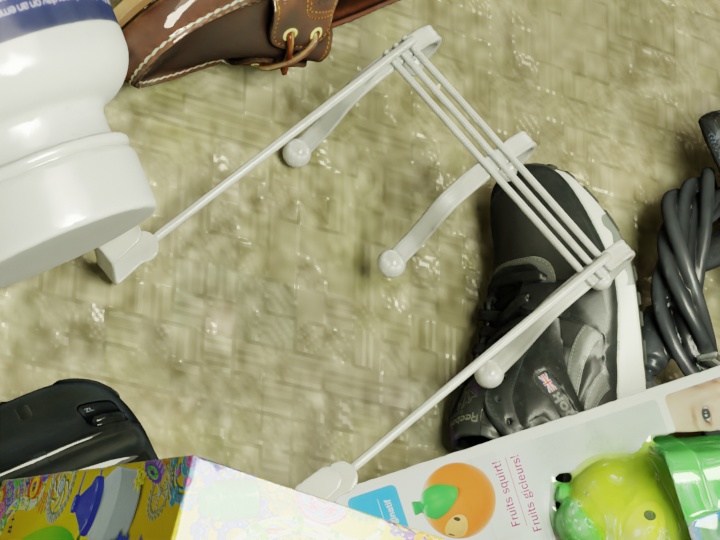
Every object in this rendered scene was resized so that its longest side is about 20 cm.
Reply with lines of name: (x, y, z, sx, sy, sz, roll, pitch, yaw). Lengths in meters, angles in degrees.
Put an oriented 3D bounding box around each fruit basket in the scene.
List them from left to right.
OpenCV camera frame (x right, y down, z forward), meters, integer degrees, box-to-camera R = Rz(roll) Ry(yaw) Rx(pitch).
fruit basket: (0.111, 0.150, 0.901, 0.200, 0.094, 0.185, -18, 91, -5)

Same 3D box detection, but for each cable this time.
cable: (0.217, 0.037, 1.098, 0.200, 0.051, 0.163, 24, 52, -31)

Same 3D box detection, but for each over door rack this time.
over door rack: (0.000, 0.000, 0.926, 0.200, 0.067, 0.148, -36, 78, -26)

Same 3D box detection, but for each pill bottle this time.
pill bottle: (-0.160, -0.097, 0.828, 0.120, 0.120, 0.200, -22, 85, -39)

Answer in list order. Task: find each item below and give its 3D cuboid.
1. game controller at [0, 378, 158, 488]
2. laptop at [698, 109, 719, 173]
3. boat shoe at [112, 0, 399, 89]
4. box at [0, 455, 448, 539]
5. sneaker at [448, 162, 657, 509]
game controller: (-0.156, 0.114, 0.776, 0.200, 0.042, 0.104, -23, 82, -26)
laptop: (0.279, -0.007, 1.139, 0.200, 0.103, 0.177, -16, 73, -22)
boat shoe: (-0.034, -0.126, 0.959, 0.200, 0.070, 0.070, -36, 91, -39)
box: (-0.061, 0.175, 0.676, 0.122, 0.193, 0.200, 21, 74, -22)
sneaker: (0.080, 0.046, 0.977, 0.087, 0.076, 0.200, -5, 76, -30)
